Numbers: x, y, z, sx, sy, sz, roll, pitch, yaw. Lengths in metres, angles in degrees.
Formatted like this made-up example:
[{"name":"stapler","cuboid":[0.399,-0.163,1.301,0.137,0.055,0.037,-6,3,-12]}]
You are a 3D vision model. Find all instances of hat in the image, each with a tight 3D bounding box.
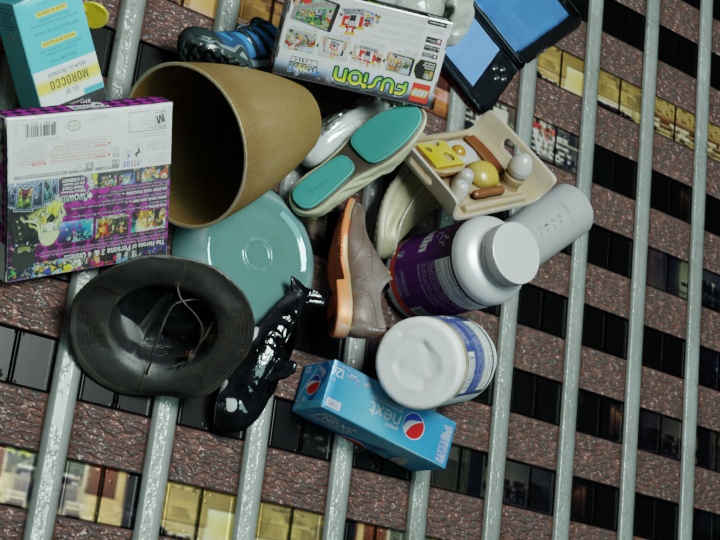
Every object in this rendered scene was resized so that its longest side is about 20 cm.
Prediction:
[{"name":"hat","cuboid":[-0.219,0.047,1.573,0.201,0.201,0.081,37,20,-25]}]

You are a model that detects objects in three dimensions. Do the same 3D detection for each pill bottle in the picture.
[{"name":"pill bottle","cuboid":[0.128,-0.004,1.784,0.112,0.200,0.113,10,73,-36]},{"name":"pill bottle","cuboid":[0.102,0.111,1.755,0.200,0.111,0.111,4,75,-69]}]

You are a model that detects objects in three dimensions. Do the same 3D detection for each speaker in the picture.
[{"name":"speaker","cuboid":[0.233,-0.046,1.950,0.200,0.081,0.081,-33,100,-37]}]

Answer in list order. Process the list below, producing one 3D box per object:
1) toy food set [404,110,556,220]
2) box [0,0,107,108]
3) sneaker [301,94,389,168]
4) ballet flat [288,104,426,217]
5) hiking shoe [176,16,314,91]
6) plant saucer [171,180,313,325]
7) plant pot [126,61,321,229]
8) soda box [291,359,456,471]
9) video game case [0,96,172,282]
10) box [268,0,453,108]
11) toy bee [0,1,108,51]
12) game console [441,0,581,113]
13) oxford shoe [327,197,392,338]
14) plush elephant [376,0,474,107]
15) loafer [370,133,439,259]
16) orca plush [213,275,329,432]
[{"name":"toy food set","cuboid":[0.142,-0.143,1.808,0.200,0.060,0.144,-13,54,-44]},{"name":"box","cuboid":[-0.325,-0.203,1.531,0.082,0.049,0.200,-29,121,-33]},{"name":"sneaker","cuboid":[0.006,-0.165,1.810,0.200,0.078,0.099,-34,104,-36]},{"name":"ballet flat","cuboid":[0.000,-0.130,1.744,0.200,0.069,0.070,-34,103,1]},{"name":"hiking shoe","cuboid":[-0.144,-0.268,1.730,0.200,0.074,0.087,13,64,-45]},{"name":"plant saucer","cuboid":[-0.129,-0.016,1.696,0.200,0.036,0.200,10,74,-36]},{"name":"plant pot","cuboid":[-0.139,-0.160,1.647,0.200,0.186,0.187,-21,93,-50]},{"name":"soda box","cuboid":[0.019,0.180,1.741,0.200,0.068,0.064,30,64,-28]},{"name":"video game case","cuboid":[-0.297,-0.090,1.533,0.200,0.036,0.182,-12,116,-37]},{"name":"box","cuboid":[0.000,-0.268,1.693,0.200,0.035,0.110,12,107,-14]},{"name":"toy bee","cuboid":[-0.336,-0.332,1.567,0.131,0.109,0.200,9,74,-34]},{"name":"game console","cuboid":[0.177,-0.349,1.954,0.200,0.119,0.172,48,56,-18]},{"name":"oxford shoe","cuboid":[0.000,0.000,1.744,0.073,0.071,0.200,8,57,-11]},{"name":"plush elephant","cuboid":[0.045,-0.317,1.781,0.165,0.155,0.200,10,37,-32]},{"name":"loafer","cuboid":[0.068,-0.093,1.825,0.068,0.076,0.200,22,59,3]},{"name":"orca plush","cuboid":[-0.092,0.107,1.651,0.200,0.071,0.105,-49,137,-29]}]
